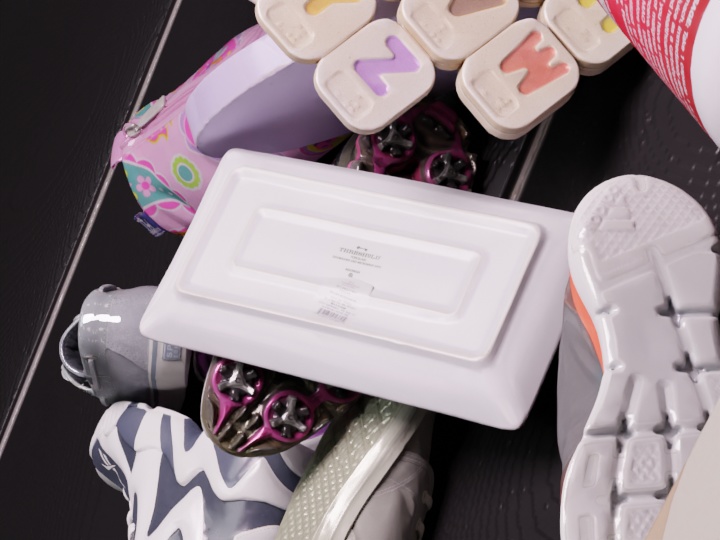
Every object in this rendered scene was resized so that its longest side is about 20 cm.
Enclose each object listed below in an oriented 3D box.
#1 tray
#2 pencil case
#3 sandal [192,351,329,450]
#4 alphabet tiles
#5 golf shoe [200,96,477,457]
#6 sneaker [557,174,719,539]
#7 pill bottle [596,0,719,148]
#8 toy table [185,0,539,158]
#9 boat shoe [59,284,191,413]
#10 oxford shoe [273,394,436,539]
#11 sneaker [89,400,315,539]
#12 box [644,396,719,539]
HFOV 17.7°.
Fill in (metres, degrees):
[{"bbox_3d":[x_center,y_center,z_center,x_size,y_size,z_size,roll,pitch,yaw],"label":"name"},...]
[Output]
[{"bbox_3d":[0.000,0.000,1.024,0.200,0.022,0.108,12,66,29],"label":"tray"},{"bbox_3d":[-0.058,-0.087,1.258,0.200,0.087,0.088,-30,48,50],"label":"pencil case"},{"bbox_3d":[-0.046,0.046,1.186,0.202,0.050,0.083,1,74,61],"label":"sandal"},{"bbox_3d":[0.035,-0.157,1.013,0.195,0.200,0.015,-38,-8,-19],"label":"alphabet tiles"},{"bbox_3d":[-0.015,0.011,1.107,0.200,0.073,0.092,-56,9,-24],"label":"golf shoe"},{"bbox_3d":[0.110,0.066,0.894,0.082,0.077,0.201,104,172,-63],"label":"sneaker"},{"bbox_3d":[0.158,-0.100,0.843,0.112,0.112,0.200,-59,30,21],"label":"pill bottle"},{"bbox_3d":[-0.005,-0.145,1.093,0.200,0.184,0.117,-20,76,13],"label":"toy table"},{"bbox_3d":[-0.126,0.040,1.249,0.201,0.071,0.070,120,158,-78],"label":"boat shoe"},{"bbox_3d":[0.001,0.117,1.055,0.075,0.058,0.200,-25,36,62],"label":"oxford shoe"},{"bbox_3d":[-0.098,0.143,1.184,0.199,0.079,0.130,3,67,51],"label":"sneaker"},{"bbox_3d":[0.134,0.134,0.758,0.200,0.095,0.078,-63,28,11],"label":"box"}]
